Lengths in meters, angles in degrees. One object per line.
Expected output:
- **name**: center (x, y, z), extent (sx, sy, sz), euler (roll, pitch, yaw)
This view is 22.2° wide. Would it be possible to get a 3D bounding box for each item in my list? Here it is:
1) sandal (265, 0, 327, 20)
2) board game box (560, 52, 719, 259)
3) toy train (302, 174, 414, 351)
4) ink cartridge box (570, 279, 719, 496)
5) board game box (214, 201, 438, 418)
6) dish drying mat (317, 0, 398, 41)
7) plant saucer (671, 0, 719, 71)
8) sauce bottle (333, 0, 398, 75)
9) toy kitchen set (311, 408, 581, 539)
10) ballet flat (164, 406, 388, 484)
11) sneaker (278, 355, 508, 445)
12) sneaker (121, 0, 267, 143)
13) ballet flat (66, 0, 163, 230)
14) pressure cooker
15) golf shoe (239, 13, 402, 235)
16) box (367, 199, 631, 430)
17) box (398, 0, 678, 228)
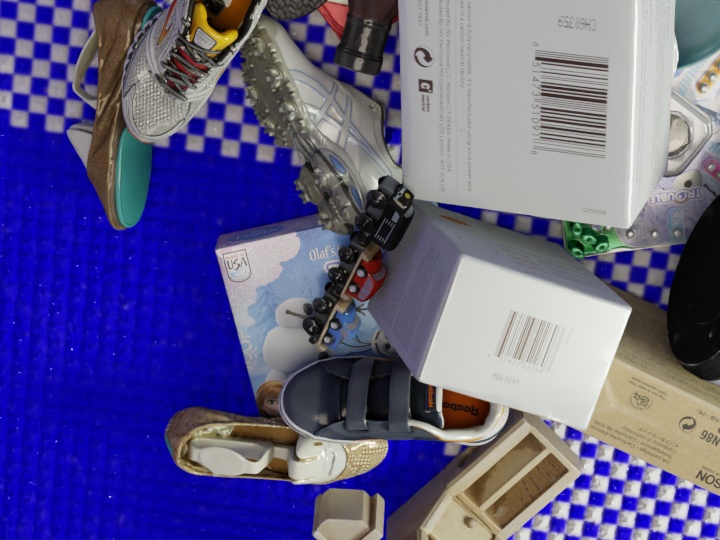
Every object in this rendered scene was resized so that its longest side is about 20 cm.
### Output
- **sandal**: center (-0.042, -0.306, 1.509), extent (0.074, 0.045, 0.203), euler (7, 100, -4)
- **board game box**: center (0.263, -0.115, 1.567), extent (0.197, 0.026, 0.202), euler (-7, 108, 4)
- **toy train**: center (0.000, 0.000, 1.531), extent (0.046, 0.034, 0.201), euler (33, 134, 5)
- **ink cartridge box**: center (0.265, 0.103, 1.569), extent (0.198, 0.165, 0.076), euler (25, 111, -6)
- **board game box**: center (-0.009, 0.047, 1.625), extent (0.198, 0.043, 0.201), euler (-12, 108, 6)
- **dish drying mat**: center (0.049, -0.267, 1.527), extent (0.199, 0.018, 0.077), euler (-34, 103, 13)
- **plant saucer**: center (0.237, -0.261, 1.481), extent (0.198, 0.027, 0.203), euler (8, 107, 28)
- **sauce bottle**: center (0.024, -0.259, 1.488), extent (0.065, 0.066, 0.202), euler (15, 102, -3)
- **toy kitchen set**: center (0.077, 0.207, 1.593), extent (0.180, 0.200, 0.163), euler (-43, 103, 15)
- **ballet flat**: center (-0.075, 0.162, 1.612), extent (0.197, 0.065, 0.071), euler (2, 113, 0)
- **sneaker**: center (0.030, 0.108, 1.571), extent (0.197, 0.079, 0.079), euler (2, 76, -4)
- **sneaker**: center (-0.134, -0.188, 1.476), extent (0.077, 0.082, 0.201), euler (29, 110, -12)
- **ballet flat**: center (-0.213, -0.138, 1.564), extent (0.072, 0.068, 0.202), euler (14, 110, 19)
- **pressure cooker**: center (0.373, 0.033, 1.516), extent (0.198, 0.176, 0.180), euler (19, 115, -15)
- **golf shoe**: center (-0.030, -0.134, 1.561), extent (0.097, 0.078, 0.202), euler (-30, 96, -26)
- **box**: center (0.107, 0.031, 1.494), extent (0.151, 0.200, 0.107), euler (17, 101, -15)
- **box**: center (0.141, -0.160, 1.462), extent (0.198, 0.131, 0.201), euler (9, 118, 21)
